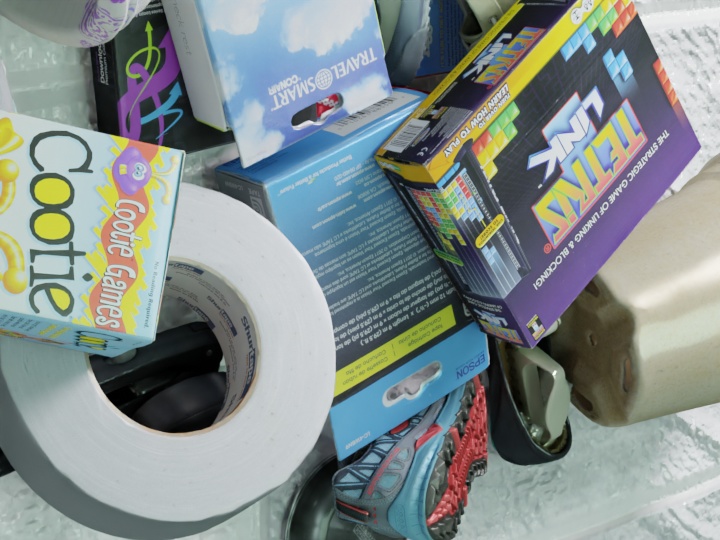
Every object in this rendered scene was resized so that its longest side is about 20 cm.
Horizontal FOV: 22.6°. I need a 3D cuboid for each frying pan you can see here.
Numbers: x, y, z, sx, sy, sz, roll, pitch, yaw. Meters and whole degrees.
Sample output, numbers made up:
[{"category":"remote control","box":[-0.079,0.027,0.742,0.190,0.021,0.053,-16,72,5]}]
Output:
[{"category":"frying pan","box":[-0.031,0.198,1.244,0.190,0.031,0.116,-32,117,-35]}]

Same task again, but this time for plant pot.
[{"category":"plant pot","box":[0.239,0.026,1.347,0.183,0.200,0.202,-18,111,-24]}]

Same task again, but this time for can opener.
[{"category":"can opener","box":[-0.165,0.079,1.079,0.199,0.079,0.064,-14,117,-28]}]

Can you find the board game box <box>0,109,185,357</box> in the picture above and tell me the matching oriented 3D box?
[{"category":"board game box","box":[-0.205,-0.027,0.933,0.199,0.105,0.104,12,79,-18]}]

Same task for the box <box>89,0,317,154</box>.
[{"category":"box","box":[-0.096,-0.172,1.073,0.142,0.036,0.201,-16,113,-33]}]

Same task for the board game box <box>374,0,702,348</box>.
[{"category":"board game box","box":[0.121,-0.078,1.178,0.200,0.057,0.166,-48,125,-20]}]

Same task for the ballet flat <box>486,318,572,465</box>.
[{"category":"ballet flat","box":[0.120,0.054,1.313,0.073,0.073,0.201,-26,115,-34]}]

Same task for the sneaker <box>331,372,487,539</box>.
[{"category":"sneaker","box":[0.032,0.116,1.228,0.200,0.095,0.080,-48,137,-68]}]

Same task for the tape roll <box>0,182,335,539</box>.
[{"category":"tape roll","box":[-0.116,0.052,1.046,0.199,0.066,0.202,7,70,-19]}]

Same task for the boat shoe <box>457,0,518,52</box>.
[{"category":"boat shoe","box":[0.096,-0.171,1.229,0.062,0.072,0.201,-30,119,-4]}]

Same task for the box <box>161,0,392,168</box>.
[{"category":"box","box":[-0.057,-0.176,1.048,0.122,0.048,0.201,-28,120,-27]}]

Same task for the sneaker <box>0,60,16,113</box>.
[{"category":"sneaker","box":[-0.221,-0.133,0.927,0.078,0.140,0.200,-48,125,-21]}]

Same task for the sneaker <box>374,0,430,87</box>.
[{"category":"sneaker","box":[-0.001,-0.216,1.160,0.082,0.070,0.201,-7,103,-21]}]

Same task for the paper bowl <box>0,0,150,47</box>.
[{"category":"paper bowl","box":[-0.165,-0.221,0.916,0.104,0.200,0.201,-47,126,-23]}]

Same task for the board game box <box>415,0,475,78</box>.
[{"category":"board game box","box":[0.064,-0.237,1.232,0.103,0.019,0.201,-14,109,-40]}]

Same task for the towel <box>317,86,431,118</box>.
[{"category":"towel","box":[0.004,-0.031,1.225,0.144,0.022,0.201,13,91,-41]}]

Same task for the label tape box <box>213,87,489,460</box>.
[{"category":"label tape box","box":[0.000,0.000,1.176,0.143,0.066,0.201,-29,119,-30]}]
